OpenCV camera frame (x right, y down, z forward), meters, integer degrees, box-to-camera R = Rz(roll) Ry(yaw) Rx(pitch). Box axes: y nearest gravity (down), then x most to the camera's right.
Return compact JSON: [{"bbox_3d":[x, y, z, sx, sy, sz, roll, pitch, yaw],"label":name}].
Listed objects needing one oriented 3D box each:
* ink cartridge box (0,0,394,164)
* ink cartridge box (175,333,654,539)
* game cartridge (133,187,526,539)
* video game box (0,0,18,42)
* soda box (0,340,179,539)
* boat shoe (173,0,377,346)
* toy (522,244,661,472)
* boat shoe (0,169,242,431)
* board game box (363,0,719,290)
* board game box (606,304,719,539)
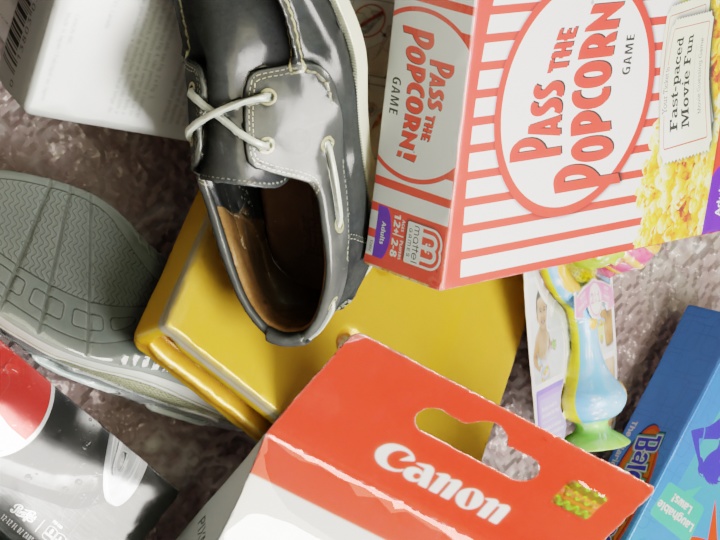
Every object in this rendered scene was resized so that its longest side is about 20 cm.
[{"bbox_3d":[-0.034,-0.130,1.092,0.200,0.047,0.160,8,114,-28],"label":"ink cartridge box"},{"bbox_3d":[0.008,0.138,1.126,0.162,0.050,0.200,28,123,-20],"label":"ink cartridge box"},{"bbox_3d":[0.000,0.000,1.174,0.176,0.032,0.200,40,49,-25],"label":"game cartridge"},{"bbox_3d":[-0.125,-0.225,1.120,0.200,0.047,0.182,-45,115,-18],"label":"video game box"},{"bbox_3d":[-0.174,0.055,1.102,0.200,0.071,0.063,43,74,-25],"label":"soda box"},{"bbox_3d":[-0.038,-0.063,1.045,0.068,0.072,0.200,-52,138,-45],"label":"boat shoe"},{"bbox_3d":[0.113,-0.012,1.235,0.115,0.047,0.200,-18,109,-65],"label":"toy"},{"bbox_3d":[-0.110,0.020,1.139,0.202,0.065,0.075,24,60,-28],"label":"boat shoe"},{"bbox_3d":[0.091,-0.082,1.111,0.200,0.046,0.152,-12,114,-45],"label":"board game box"},{"bbox_3d":[0.178,0.142,1.306,0.152,0.045,0.200,35,79,-33],"label":"board game box"}]
